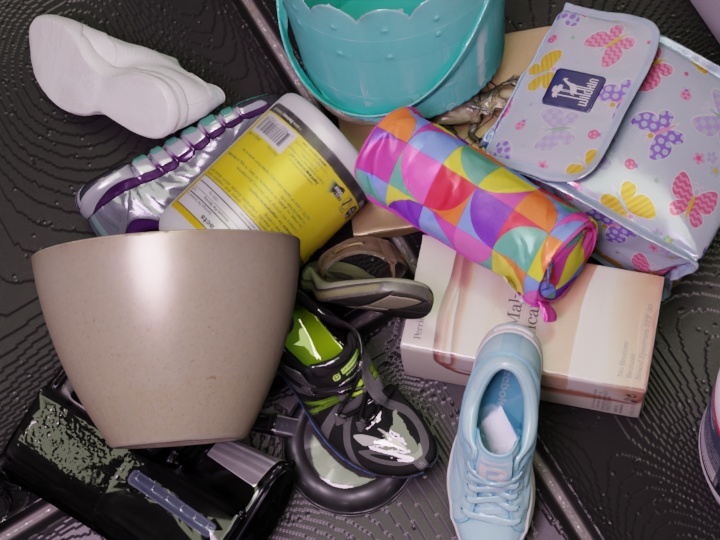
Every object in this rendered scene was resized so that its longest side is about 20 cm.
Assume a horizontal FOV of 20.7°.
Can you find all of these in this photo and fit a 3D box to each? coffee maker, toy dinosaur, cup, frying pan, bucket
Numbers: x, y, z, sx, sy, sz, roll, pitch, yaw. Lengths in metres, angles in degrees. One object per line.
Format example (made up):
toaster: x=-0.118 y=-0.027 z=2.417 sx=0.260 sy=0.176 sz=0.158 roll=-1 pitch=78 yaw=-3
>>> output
coffee maker: x=-0.177 y=0.183 z=1.562 sx=0.199 sy=0.135 sz=0.193 roll=34 pitch=103 yaw=16
toy dinosaur: x=0.052 y=-0.121 z=1.654 sx=0.198 sy=0.048 sz=0.089 roll=-2 pitch=55 yaw=5
cup: x=-0.137 y=0.055 z=1.447 sx=0.198 sy=0.200 sz=0.145 roll=-5 pitch=83 yaw=3
frying pan: x=-0.038 y=0.120 z=1.613 sx=0.189 sy=0.031 sz=0.115 roll=35 pitch=77 yaw=11
bucket: x=0.027 y=-0.230 z=1.635 sx=0.205 sy=0.136 sz=0.209 roll=-6 pitch=47 yaw=7

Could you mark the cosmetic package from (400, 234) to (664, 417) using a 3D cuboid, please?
cosmetic package: x=0.138 y=0.045 z=1.591 sx=0.198 sy=0.087 sz=0.104 roll=9 pitch=73 yaw=8

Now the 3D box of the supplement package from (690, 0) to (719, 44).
supplement package: x=0.358 y=-0.236 z=1.652 sx=0.120 sy=0.120 sz=0.201 roll=-27 pitch=71 yaw=-7

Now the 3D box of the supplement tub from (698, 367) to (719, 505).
supplement tub: x=0.329 y=0.121 z=1.490 sx=0.139 sy=0.200 sz=0.142 roll=-1 pitch=71 yaw=4

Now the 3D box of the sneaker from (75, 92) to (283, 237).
sneaker: x=-0.139 y=-0.075 z=1.676 sx=0.199 sy=0.074 sz=0.088 roll=-28 pitch=93 yaw=-2

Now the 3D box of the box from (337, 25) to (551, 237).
box: x=0.081 y=-0.118 z=1.686 sx=0.198 sy=0.021 sz=0.165 roll=-9 pitch=71 yaw=2

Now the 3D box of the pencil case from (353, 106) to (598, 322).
pencil case: x=0.089 y=-0.048 z=1.541 sx=0.199 sy=0.089 sz=0.089 roll=35 pitch=77 yaw=22

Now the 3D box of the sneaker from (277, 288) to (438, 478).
sneaker: x=-0.017 y=0.089 z=1.550 sx=0.071 sy=0.083 sz=0.200 roll=-43 pitch=96 yaw=-11

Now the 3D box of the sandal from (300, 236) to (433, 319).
sandal: x=-0.001 y=0.000 z=1.563 sx=0.079 sy=0.201 sz=0.058 roll=11 pitch=93 yaw=-20

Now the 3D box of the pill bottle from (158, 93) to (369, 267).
pill bottle: x=-0.091 y=-0.039 z=1.612 sx=0.200 sy=0.113 sz=0.112 roll=-44 pitch=73 yaw=-6

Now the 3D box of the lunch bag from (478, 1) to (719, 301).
lunch bag: x=0.212 y=-0.103 z=1.601 sx=0.199 sy=0.127 sz=0.170 roll=32 pitch=72 yaw=3

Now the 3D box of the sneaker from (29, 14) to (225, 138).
sneaker: x=-0.203 y=-0.169 z=1.706 sx=0.199 sy=0.076 sz=0.088 roll=30 pitch=34 yaw=33

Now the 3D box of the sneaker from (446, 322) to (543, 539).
sneaker: x=0.099 y=0.145 z=1.521 sx=0.073 sy=0.082 sz=0.202 roll=5 pitch=107 yaw=11
